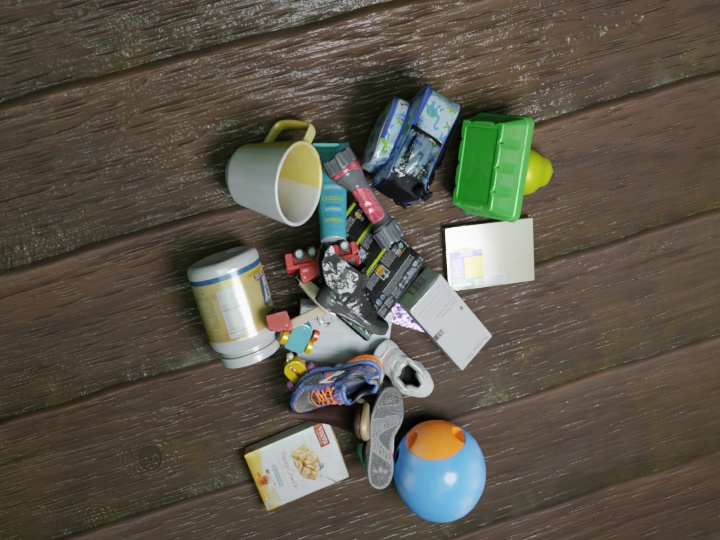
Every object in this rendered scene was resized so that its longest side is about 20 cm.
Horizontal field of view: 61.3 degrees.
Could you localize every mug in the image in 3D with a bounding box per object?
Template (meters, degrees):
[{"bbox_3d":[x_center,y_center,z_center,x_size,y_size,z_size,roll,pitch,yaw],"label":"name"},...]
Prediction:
[{"bbox_3d":[-0.162,-0.181,1.149,0.149,0.187,0.153,12,128,28],"label":"mug"}]

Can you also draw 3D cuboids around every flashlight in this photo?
[{"bbox_3d":[0.007,-0.134,1.156,0.067,0.068,0.203,-34,97,-10],"label":"flashlight"}]

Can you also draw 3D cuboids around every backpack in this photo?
[{"bbox_3d":[0.093,-0.245,1.146,0.144,0.183,0.204,29,85,-9],"label":"backpack"}]

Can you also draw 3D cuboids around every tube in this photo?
[{"bbox_3d":[-0.056,-0.154,1.188,0.075,0.050,0.207,1,74,-12],"label":"tube"}]

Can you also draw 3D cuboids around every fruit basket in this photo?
[{"bbox_3d":[0.288,-0.206,1.221,0.213,0.152,0.223,-22,119,-46],"label":"fruit basket"}]

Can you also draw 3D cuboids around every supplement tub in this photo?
[{"bbox_3d":[-0.242,0.069,1.184,0.140,0.145,0.206,-16,104,-4],"label":"supplement tub"}]

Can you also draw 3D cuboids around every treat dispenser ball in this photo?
[{"bbox_3d":[0.166,0.422,1.285,0.194,0.201,0.208,-2,102,-7],"label":"treat dispenser ball"}]

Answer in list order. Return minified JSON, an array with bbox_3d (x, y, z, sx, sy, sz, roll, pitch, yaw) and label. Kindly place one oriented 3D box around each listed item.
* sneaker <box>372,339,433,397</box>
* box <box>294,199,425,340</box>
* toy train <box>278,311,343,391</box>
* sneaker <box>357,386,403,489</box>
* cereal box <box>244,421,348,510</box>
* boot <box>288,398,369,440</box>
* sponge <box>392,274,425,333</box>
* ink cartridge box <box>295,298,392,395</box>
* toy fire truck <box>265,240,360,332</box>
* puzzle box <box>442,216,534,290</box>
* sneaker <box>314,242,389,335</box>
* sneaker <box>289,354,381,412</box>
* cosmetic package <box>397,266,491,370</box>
[{"bbox_3d":[0.104,0.227,1.263,0.079,0.099,0.199,-51,133,-1],"label":"sneaker"},{"bbox_3d":[0.000,0.000,1.209,0.191,0.048,0.202,37,80,2],"label":"box"},{"bbox_3d":[-0.088,0.167,1.225,0.145,0.056,0.206,-13,115,-4],"label":"toy train"},{"bbox_3d":[0.044,0.349,1.301,0.081,0.121,0.207,12,82,-8],"label":"sneaker"},{"bbox_3d":[-0.138,0.418,1.325,0.195,0.040,0.148,-22,104,-3],"label":"cereal box"},{"bbox_3d":[-0.064,0.298,1.229,0.160,0.200,0.075,-1,91,-5],"label":"boot"},{"bbox_3d":[0.064,0.049,1.280,0.194,0.030,0.115,17,100,-11],"label":"sponge"},{"bbox_3d":[-0.038,0.162,1.275,0.193,0.041,0.206,4,114,-6],"label":"ink cartridge box"},{"bbox_3d":[-0.088,0.031,1.146,0.193,0.049,0.146,-10,82,-8],"label":"toy fire truck"},{"bbox_3d":[0.272,-0.036,1.293,0.193,0.025,0.138,-6,103,-6],"label":"puzzle box"},{"bbox_3d":[-0.007,0.037,1.114,0.196,0.060,0.106,28,95,-27],"label":"sneaker"},{"bbox_3d":[-0.048,0.228,1.184,0.195,0.079,0.077,-24,115,3],"label":"sneaker"},{"bbox_3d":[0.175,0.100,1.260,0.102,0.074,0.200,-46,115,-3],"label":"cosmetic package"}]
